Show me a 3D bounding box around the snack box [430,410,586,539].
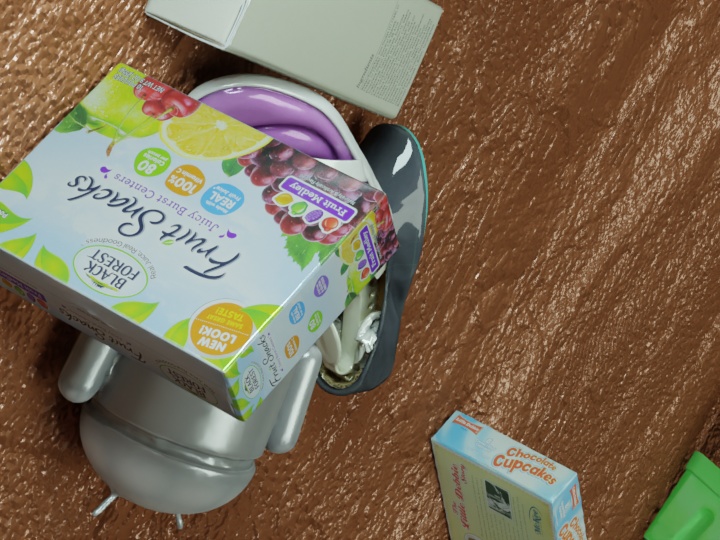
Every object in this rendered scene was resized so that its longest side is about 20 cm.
[{"bbox_3d":[0.121,0.204,2.023,0.037,0.116,0.200,-45,145,-28],"label":"snack box"}]

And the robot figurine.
[{"bbox_3d":[-0.101,0.062,1.593,0.169,0.113,0.200,17,99,-30],"label":"robot figurine"}]

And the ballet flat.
[{"bbox_3d":[0.000,0.000,1.743,0.073,0.073,0.200,-27,136,-45],"label":"ballet flat"}]

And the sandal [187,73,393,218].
[{"bbox_3d":[-0.034,-0.056,1.614,0.082,0.050,0.203,-28,141,19],"label":"sandal"}]

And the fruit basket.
[{"bbox_3d":[0.382,0.235,2.351,0.216,0.215,0.156,-53,147,-17],"label":"fruit basket"}]

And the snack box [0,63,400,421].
[{"bbox_3d":[-0.100,-0.019,1.450,0.142,0.200,0.053,-49,147,-23],"label":"snack box"}]

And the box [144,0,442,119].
[{"bbox_3d":[-0.036,-0.155,1.573,0.200,0.068,0.082,20,95,-58],"label":"box"}]
